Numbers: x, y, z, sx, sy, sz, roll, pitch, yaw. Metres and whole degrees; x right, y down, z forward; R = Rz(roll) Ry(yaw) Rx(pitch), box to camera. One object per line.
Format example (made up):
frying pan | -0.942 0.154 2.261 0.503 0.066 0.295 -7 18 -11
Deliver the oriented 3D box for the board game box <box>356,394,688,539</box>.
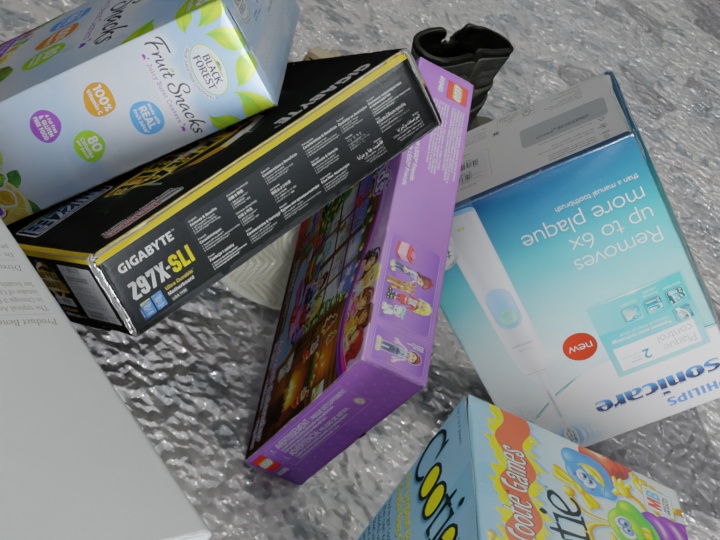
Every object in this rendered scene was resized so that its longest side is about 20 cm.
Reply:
board game box | 0.035 0.168 0.582 0.103 0.200 0.105 25 30 -15

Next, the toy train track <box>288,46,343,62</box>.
toy train track | -0.006 -0.110 0.929 0.115 0.033 0.200 32 -4 9

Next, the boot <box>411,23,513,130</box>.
boot | 0.085 -0.129 1.153 0.068 0.131 0.200 47 31 22

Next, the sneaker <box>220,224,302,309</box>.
sneaker | -0.023 -0.022 0.958 0.199 0.075 0.084 2 20 -36

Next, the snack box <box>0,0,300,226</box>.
snack box | -0.138 -0.105 0.805 0.169 0.199 0.068 -87 153 -64

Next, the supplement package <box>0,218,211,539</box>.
supplement package | -0.175 0.076 0.590 0.117 0.117 0.200 -2 44 -48

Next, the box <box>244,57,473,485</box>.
box | 0.000 0.000 0.799 0.039 0.137 0.201 25 52 -18

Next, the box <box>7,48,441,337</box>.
box | -0.081 -0.044 0.758 0.200 0.160 0.049 -36 110 -25

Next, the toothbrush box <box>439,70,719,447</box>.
toothbrush box | 0.127 0.004 0.897 0.085 0.146 0.200 -91 156 -56
